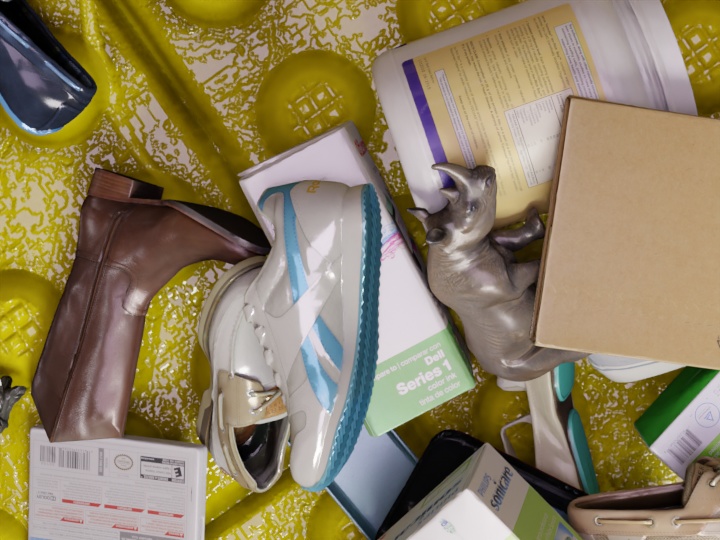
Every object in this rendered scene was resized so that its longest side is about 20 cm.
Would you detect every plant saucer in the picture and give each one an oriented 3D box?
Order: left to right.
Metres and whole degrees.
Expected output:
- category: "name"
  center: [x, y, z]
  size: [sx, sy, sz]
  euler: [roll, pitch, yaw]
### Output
- category: "plant saucer"
  center: [0.029, 0.175, 1.331]
  size: [0.070, 0.019, 0.200]
  euler: [-39, 93, 6]

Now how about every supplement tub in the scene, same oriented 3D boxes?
- category: "supplement tub"
  center: [0.121, -0.113, 1.233]
  size: [0.199, 0.145, 0.146]
  euler: [-19, 95, 4]

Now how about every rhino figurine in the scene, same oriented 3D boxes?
- category: "rhino figurine"
  center: [0.091, 0.001, 1.191]
  size: [0.087, 0.060, 0.200]
  euler: [-28, 128, 6]

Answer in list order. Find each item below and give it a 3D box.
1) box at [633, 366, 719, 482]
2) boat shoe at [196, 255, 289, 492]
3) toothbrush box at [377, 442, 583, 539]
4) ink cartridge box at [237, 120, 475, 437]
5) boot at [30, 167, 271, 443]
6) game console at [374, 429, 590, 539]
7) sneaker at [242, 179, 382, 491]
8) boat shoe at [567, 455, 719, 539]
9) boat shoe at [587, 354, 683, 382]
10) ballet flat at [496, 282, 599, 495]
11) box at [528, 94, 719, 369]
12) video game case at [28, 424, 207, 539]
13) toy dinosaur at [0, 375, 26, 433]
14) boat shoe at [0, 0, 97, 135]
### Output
- category: "box"
  center: [0.331, 0.105, 1.275]
  size: [0.176, 0.097, 0.200]
  euler: [41, 96, -3]
- category: "boat shoe"
  center: [-0.070, 0.076, 1.246]
  size: [0.074, 0.201, 0.068]
  euler: [-23, 53, -25]
- category: "toothbrush box"
  center: [0.098, 0.243, 1.189]
  size: [0.200, 0.086, 0.146]
  euler: [44, 111, -3]
- category: "ink cartridge box"
  center: [0.000, 0.000, 1.248]
  size: [0.084, 0.145, 0.201]
  euler: [-27, 95, 5]
- category: "boot"
  center: [-0.155, 0.044, 1.268]
  size: [0.186, 0.064, 0.201]
  euler: [21, 95, 42]
- category: "game console"
  center: [0.102, 0.241, 1.263]
  size: [0.199, 0.119, 0.173]
  euler: [26, 121, -3]
- category: "sneaker"
  center: [-0.033, 0.042, 1.150]
  size: [0.080, 0.076, 0.201]
  euler: [4, 91, 12]
- category: "boat shoe"
  center: [0.240, 0.163, 1.205]
  size: [0.199, 0.071, 0.065]
  euler: [-16, 99, 11]
- category: "boat shoe"
  center: [0.233, 0.020, 1.229]
  size: [0.200, 0.070, 0.071]
  euler: [-24, 133, 32]
- category: "ballet flat"
  center: [0.131, 0.098, 1.299]
  size: [0.069, 0.069, 0.201]
  euler: [-9, 96, 3]
- category: "box"
  center: [0.220, -0.019, 1.158]
  size: [0.199, 0.021, 0.165]
  euler: [8, 94, -5]
- category: "video game case"
  center: [-0.184, 0.222, 1.320]
  size: [0.142, 0.018, 0.201]
  euler: [5, 97, 20]
- category: "toy dinosaur"
  center: [-0.317, 0.074, 1.266]
  size: [0.102, 0.136, 0.201]
  euler: [8, 54, 15]
- category: "boat shoe"
  center: [-0.258, -0.197, 1.273]
  size: [0.068, 0.084, 0.200]
  euler: [-28, 109, 23]
